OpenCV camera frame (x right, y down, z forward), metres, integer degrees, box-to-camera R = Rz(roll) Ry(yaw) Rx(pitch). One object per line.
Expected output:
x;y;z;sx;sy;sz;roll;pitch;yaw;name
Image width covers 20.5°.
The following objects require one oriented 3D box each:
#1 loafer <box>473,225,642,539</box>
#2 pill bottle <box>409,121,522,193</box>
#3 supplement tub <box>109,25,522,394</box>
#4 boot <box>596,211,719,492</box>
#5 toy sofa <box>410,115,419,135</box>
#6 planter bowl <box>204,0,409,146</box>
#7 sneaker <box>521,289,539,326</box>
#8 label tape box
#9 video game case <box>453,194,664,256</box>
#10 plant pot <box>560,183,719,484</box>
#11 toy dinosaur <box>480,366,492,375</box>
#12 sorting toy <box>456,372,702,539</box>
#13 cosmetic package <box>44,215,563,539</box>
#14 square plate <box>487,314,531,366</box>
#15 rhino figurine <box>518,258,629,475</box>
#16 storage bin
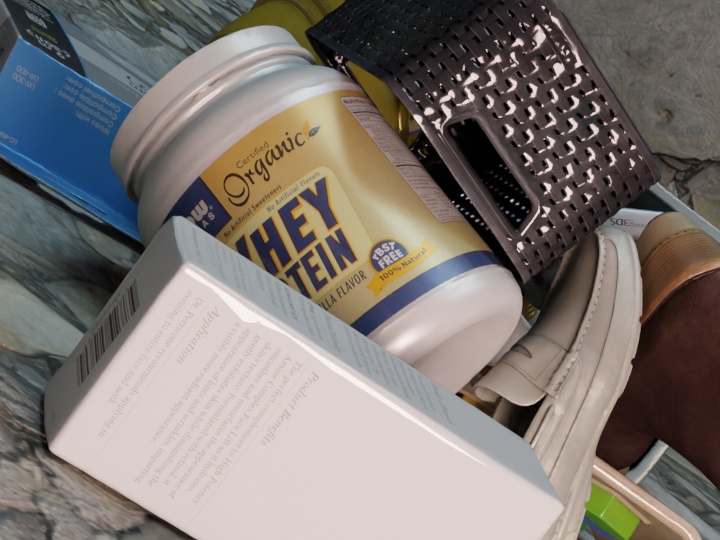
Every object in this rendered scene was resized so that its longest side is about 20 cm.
0.097;0.066;1.060;0.070;0.200;0.070;22;-14;-18;loafer
0.045;-0.087;1.549;0.111;0.200;0.111;25;55;-41;pill bottle
-0.027;-0.015;1.042;0.200;0.144;0.144;51;14;17;supplement tub
0.177;0.087;1.088;0.072;0.200;0.167;-8;47;-20;boot
-0.031;-0.116;1.410;0.098;0.200;0.083;-16;89;-71;toy sofa
-0.055;-0.099;1.268;0.083;0.201;0.200;-5;33;-30;planter bowl
0.061;0.042;1.441;0.200;0.075;0.088;23;-51;60;sneaker
-0.175;-0.097;1.236;0.143;0.066;0.200;32;9;-29;label tape box
0.074;-0.027;1.331;0.182;0.022;0.200;4;-6;-24;video game case
0.203;0.047;1.563;0.196;0.196;0.200;39;0;16;plant pot
0.063;0.025;1.317;0.106;0.060;0.200;10;-41;41;toy dinosaur
0.097;0.111;1.186;0.200;0.037;0.185;40;-10;-6;sorting toy
-0.024;0.075;0.848;0.200;0.102;0.074;35;11;-18;cosmetic package
0.000;0.000;1.210;0.198;0.028;0.200;15;-21;34;square plate
0.129;0.057;1.270;0.087;0.200;0.060;12;32;33;rhino figurine
0.062;-0.091;1.075;0.135;0.094;0.200;54;-4;-21;storage bin
